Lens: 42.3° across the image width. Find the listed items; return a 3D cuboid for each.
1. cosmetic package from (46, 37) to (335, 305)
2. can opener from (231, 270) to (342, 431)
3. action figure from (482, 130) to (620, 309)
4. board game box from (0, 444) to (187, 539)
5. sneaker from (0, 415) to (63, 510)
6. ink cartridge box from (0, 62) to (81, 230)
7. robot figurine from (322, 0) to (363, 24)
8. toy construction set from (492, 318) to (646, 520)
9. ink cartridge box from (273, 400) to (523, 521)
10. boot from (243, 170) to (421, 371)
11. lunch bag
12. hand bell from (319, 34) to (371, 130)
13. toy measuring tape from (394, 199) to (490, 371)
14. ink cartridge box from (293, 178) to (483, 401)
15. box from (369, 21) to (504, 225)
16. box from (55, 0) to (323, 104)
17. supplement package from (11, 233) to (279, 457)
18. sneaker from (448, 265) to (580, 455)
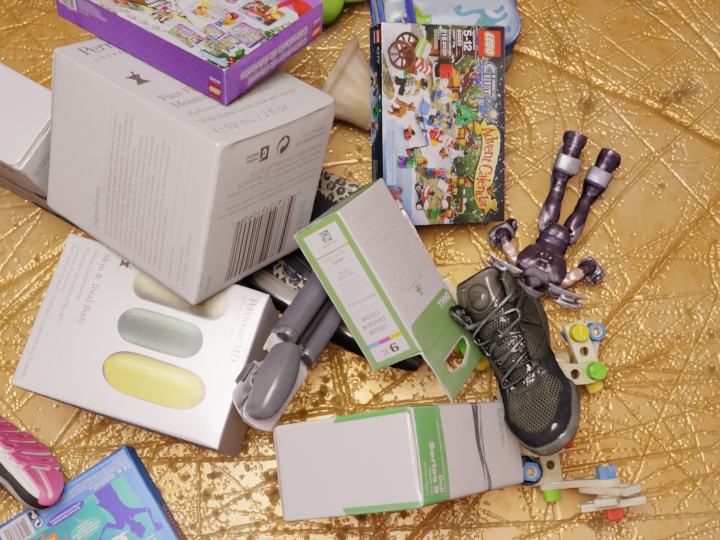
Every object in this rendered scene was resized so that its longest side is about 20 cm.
[{"bbox_3d":[-0.159,-0.108,0.859,0.199,0.166,0.165,31,36,21],"label":"cosmetic package"},{"bbox_3d":[-0.046,0.060,0.851,0.053,0.067,0.200,48,55,-21],"label":"can opener"},{"bbox_3d":[0.209,-0.041,0.983,0.130,0.069,0.201,26,82,-1],"label":"action figure"},{"bbox_3d":[-0.243,0.299,0.915,0.152,0.045,0.200,-32,78,-7],"label":"board game box"},{"bbox_3d":[-0.378,0.192,0.920,0.199,0.074,0.088,28,87,23],"label":"sneaker"},{"bbox_3d":[-0.344,-0.132,0.937,0.146,0.200,0.083,29,78,7],"label":"ink cartridge box"},{"bbox_3d":[-0.092,-0.323,1.009,0.199,0.175,0.116,-10,109,-21],"label":"robot figurine"},{"bbox_3d":[0.205,0.152,0.928,0.130,0.092,0.201,-9,71,-10],"label":"toy construction set"},{"bbox_3d":[0.041,0.169,0.844,0.145,0.200,0.085,-15,76,32],"label":"ink cartridge box"},{"bbox_3d":[-0.001,-0.001,0.971,0.203,0.074,0.154,28,76,5],"label":"boot"},{"bbox_3d":[0.087,-0.310,1.039,0.160,0.082,0.201,-7,76,1],"label":"lunch bag"},{"bbox_3d":[0.050,-0.158,1.014,0.199,0.104,0.104,31,78,-6],"label":"hand bell"},{"bbox_3d":[0.078,0.016,0.952,0.073,0.074,0.201,-33,99,-7],"label":"toy measuring tape"},{"bbox_3d":[0.030,0.024,0.871,0.059,0.104,0.201,-28,98,32],"label":"ink cartridge box"},{"bbox_3d":[0.080,-0.148,0.952,0.136,0.038,0.201,-4,97,-18],"label":"box"},{"bbox_3d":[-0.152,-0.233,0.828,0.199,0.039,0.137,30,52,20],"label":"box"},{"bbox_3d":[-0.198,0.079,0.912,0.199,0.151,0.153,17,77,4],"label":"supplement package"},{"bbox_3d":[0.134,0.073,0.846,0.076,0.114,0.200,-35,34,24],"label":"sneaker"}]
